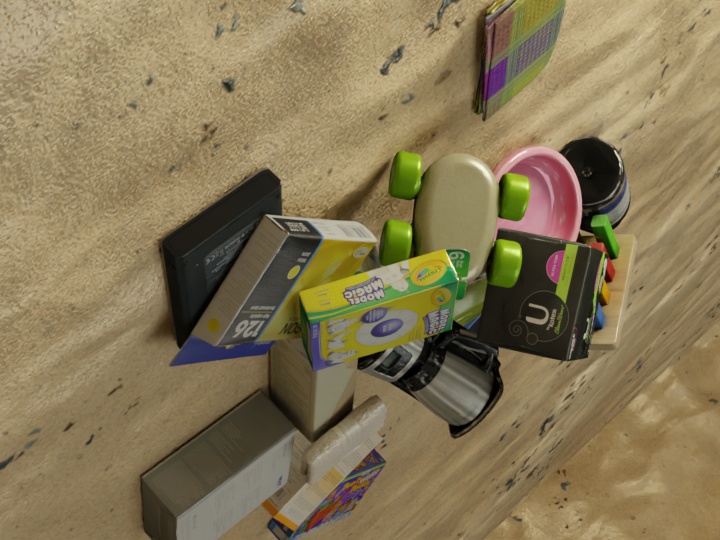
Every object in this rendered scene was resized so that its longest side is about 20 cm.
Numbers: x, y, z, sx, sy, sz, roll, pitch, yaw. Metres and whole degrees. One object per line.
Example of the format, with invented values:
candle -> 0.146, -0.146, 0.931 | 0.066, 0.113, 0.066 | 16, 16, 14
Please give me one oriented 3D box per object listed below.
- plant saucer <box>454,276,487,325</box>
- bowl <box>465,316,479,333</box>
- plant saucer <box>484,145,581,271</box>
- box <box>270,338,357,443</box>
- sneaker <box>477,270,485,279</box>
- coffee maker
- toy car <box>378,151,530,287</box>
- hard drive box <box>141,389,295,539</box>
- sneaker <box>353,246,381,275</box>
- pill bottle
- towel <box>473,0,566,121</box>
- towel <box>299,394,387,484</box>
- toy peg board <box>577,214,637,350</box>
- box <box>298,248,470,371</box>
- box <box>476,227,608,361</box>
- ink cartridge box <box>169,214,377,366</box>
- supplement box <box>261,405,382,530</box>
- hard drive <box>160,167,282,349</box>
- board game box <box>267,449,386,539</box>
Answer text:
plant saucer -> 0.138, 0.067, 1.851 | 0.198, 0.031, 0.200 | -31, 169, -6
bowl -> 0.195, 0.098, 2.082 | 0.200, 0.039, 0.201 | -40, 157, -20
plant saucer -> 0.228, -0.075, 1.741 | 0.198, 0.051, 0.204 | -11, 109, -35
box -> -0.061, 0.126, 1.584 | 0.077, 0.095, 0.201 | -36, 157, -25
sneaker -> 0.208, -0.042, 1.833 | 0.199, 0.078, 0.092 | -38, 161, -18
coffee maker -> 0.073, 0.108, 1.671 | 0.199, 0.192, 0.136 | 35, 88, -24
toy car -> 0.099, -0.048, 1.520 | 0.200, 0.162, 0.160 | 135, -35, -78
hard drive box -> -0.185, 0.275, 1.621 | 0.199, 0.077, 0.157 | -34, 155, -30
sneaker -> 0.000, 0.000, 1.525 | 0.200, 0.074, 0.088 | 94, -2, -80
pill bottle -> 0.363, -0.124, 1.928 | 0.112, 0.112, 0.200 | -47, 159, 0
towel -> 0.191, -0.278, 1.473 | 0.143, 0.023, 0.201 | -42, 158, -17
towel -> -0.025, 0.235, 1.693 | 0.132, 0.035, 0.200 | -39, 169, -12
toy peg board -> 0.298, 0.009, 1.874 | 0.098, 0.197, 0.201 | 55, 43, -44
box -> 0.032, 0.042, 1.379 | 0.197, 0.049, 0.118 | -18, 151, -10
box -> 0.240, 0.033, 1.608 | 0.200, 0.123, 0.151 | 9, 93, -71
ink cartridge box -> -0.091, 0.032, 1.349 | 0.201, 0.047, 0.197 | -58, 157, 16
supplement box -> -0.068, 0.285, 1.859 | 0.200, 0.073, 0.126 | -45, 157, -7
hard drive -> -0.140, -0.003, 1.300 | 0.139, 0.033, 0.201 | -38, 156, -24
board game box -> -0.054, 0.374, 2.073 | 0.199, 0.045, 0.135 | -9, 136, -58
